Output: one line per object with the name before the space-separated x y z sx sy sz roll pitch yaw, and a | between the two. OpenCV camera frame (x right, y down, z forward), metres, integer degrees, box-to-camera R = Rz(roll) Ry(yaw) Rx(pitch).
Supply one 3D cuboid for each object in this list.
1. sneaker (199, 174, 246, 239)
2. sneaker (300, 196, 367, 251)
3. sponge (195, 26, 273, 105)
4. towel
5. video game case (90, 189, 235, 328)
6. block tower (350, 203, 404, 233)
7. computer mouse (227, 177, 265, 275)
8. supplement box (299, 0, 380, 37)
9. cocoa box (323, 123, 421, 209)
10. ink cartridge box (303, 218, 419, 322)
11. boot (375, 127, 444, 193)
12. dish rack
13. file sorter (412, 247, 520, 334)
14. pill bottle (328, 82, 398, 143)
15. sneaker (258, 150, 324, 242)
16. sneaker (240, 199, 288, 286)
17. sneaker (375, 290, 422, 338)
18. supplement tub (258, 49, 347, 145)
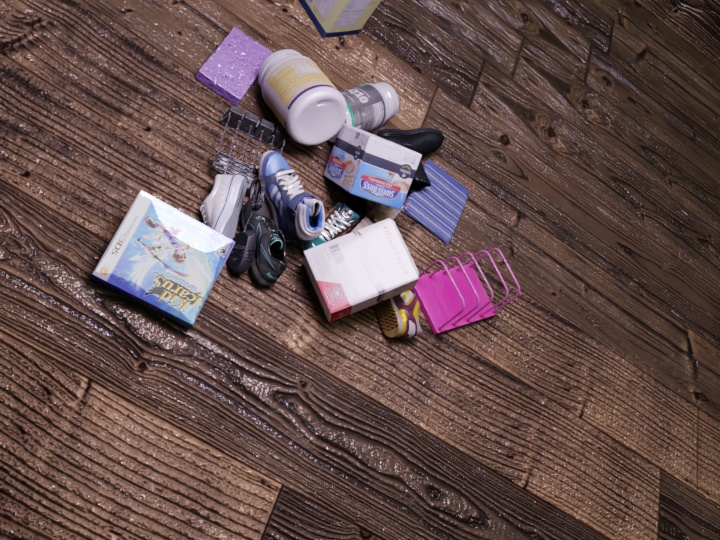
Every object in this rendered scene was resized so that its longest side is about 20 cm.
sneaker | -0.286 -0.107 1.545 0.071 0.073 0.200 8 59 8
sneaker | -0.055 -0.104 1.674 0.071 0.080 0.200 45 48 -3
sponge | -0.289 -0.476 1.787 0.112 0.030 0.200 33 50 -12
towel | 0.190 -0.173 1.923 0.145 0.024 0.200 36 51 -12
video game case | -0.358 -0.020 1.412 0.200 0.045 0.181 29 71 -15
block tower | 0.023 -0.097 1.740 0.054 0.058 0.200 44 50 -3
computer mouse | -0.218 -0.087 1.532 0.034 0.059 0.200 20 84 -44
supplement box | -0.053 -0.753 1.998 0.134 0.200 0.200 -22 76 -40
cocoa box | 0.022 -0.232 1.710 0.133 0.131 0.200 16 12 -25
ink cartridge box | 0.000 0.000 1.593 0.200 0.083 0.147 -21 74 -11
boot | 0.135 -0.271 1.900 0.198 0.073 0.163 -3 58 -24
dish rack | -0.242 -0.255 1.667 0.153 0.055 0.200 21 55 -19
file sorter | 0.243 0.038 1.752 0.200 0.125 0.139 -13 70 -38
pill bottle | -0.005 -0.386 1.862 0.200 0.113 0.113 -31 82 -42
sneaker | -0.129 -0.157 1.577 0.081 0.146 0.200 -17 97 -38
sneaker | -0.186 -0.069 1.565 0.075 0.079 0.200 7 58 -42
sneaker | 0.078 0.053 1.679 0.090 0.075 0.200 6 65 -40
supplement tub | -0.134 -0.392 1.732 0.145 0.146 0.200 -5 45 -35
